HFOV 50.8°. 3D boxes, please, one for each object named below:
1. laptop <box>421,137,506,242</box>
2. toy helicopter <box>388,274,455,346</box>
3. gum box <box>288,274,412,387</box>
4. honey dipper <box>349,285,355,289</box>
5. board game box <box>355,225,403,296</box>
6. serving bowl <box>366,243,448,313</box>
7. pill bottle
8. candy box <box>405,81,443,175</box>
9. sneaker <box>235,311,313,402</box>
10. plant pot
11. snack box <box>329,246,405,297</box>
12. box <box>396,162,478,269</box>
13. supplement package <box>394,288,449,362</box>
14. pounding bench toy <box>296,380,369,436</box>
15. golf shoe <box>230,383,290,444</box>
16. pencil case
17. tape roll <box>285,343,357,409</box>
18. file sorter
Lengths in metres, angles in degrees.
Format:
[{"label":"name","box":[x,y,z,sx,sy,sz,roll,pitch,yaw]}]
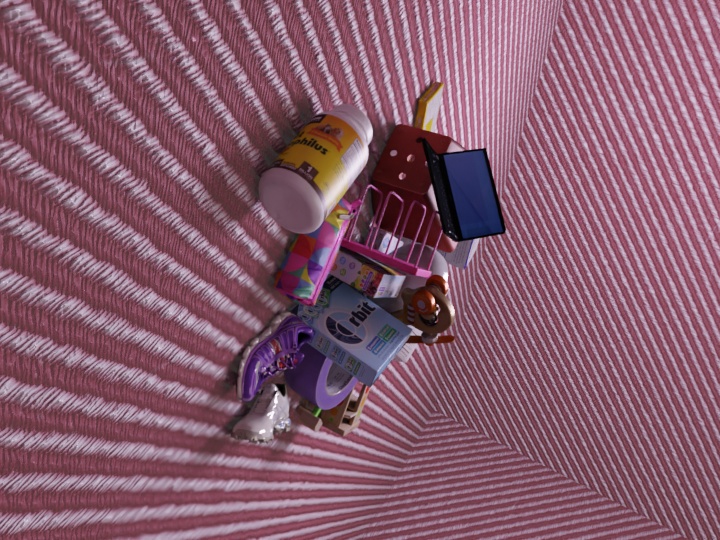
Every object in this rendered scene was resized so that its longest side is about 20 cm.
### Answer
[{"label":"laptop","box":[0.199,-0.155,1.431,0.200,0.101,0.182,18,58,-73]},{"label":"toy helicopter","box":[0.105,0.099,1.514,0.079,0.197,0.135,-42,110,-47]},{"label":"gum box","box":[-0.020,0.109,1.438,0.170,0.197,0.045,-40,159,-54]},{"label":"honey dipper","box":[-0.055,0.086,1.620,0.203,0.037,0.038,-60,164,-11]},{"label":"board game box","box":[0.024,0.008,1.753,0.203,0.043,0.200,-65,165,2]},{"label":"serving bowl","box":[0.088,0.018,1.617,0.066,0.197,0.203,47,62,-35]},{"label":"pill bottle","box":[-0.058,-0.157,1.119,0.202,0.107,0.111,-56,161,-36]},{"label":"candy box","box":[0.147,-0.322,1.746,0.103,0.026,0.203,-56,161,-44]},{"label":"sneaker","box":[-0.145,0.148,1.299,0.201,0.082,0.082,-52,159,-41]},{"label":"plant pot","box":[0.127,-0.189,1.590,0.204,0.196,0.176,-63,151,-13]},{"label":"snack box","box":[0.000,0.000,1.476,0.054,0.140,0.200,-65,166,5]},{"label":"box","box":[0.206,-0.136,1.883,0.105,0.196,0.187,-49,157,-48]},{"label":"supplement package","box":[0.090,0.090,1.711,0.202,0.109,0.113,-56,-156,-18]},{"label":"pounding bench toy","box":[-0.056,0.266,1.689,0.160,0.122,0.199,-69,165,6]},{"label":"golf shoe","box":[-0.182,0.258,1.388,0.200,0.076,0.100,-1,97,-79]},{"label":"pencil case","box":[-0.074,-0.041,1.280,0.204,0.087,0.088,-65,165,-5]},{"label":"tape roll","box":[-0.061,0.175,1.555,0.200,0.084,0.204,-42,146,-36]},{"label":"file sorter","box":[0.050,-0.082,1.432,0.129,0.196,0.139,-70,164,3]}]
